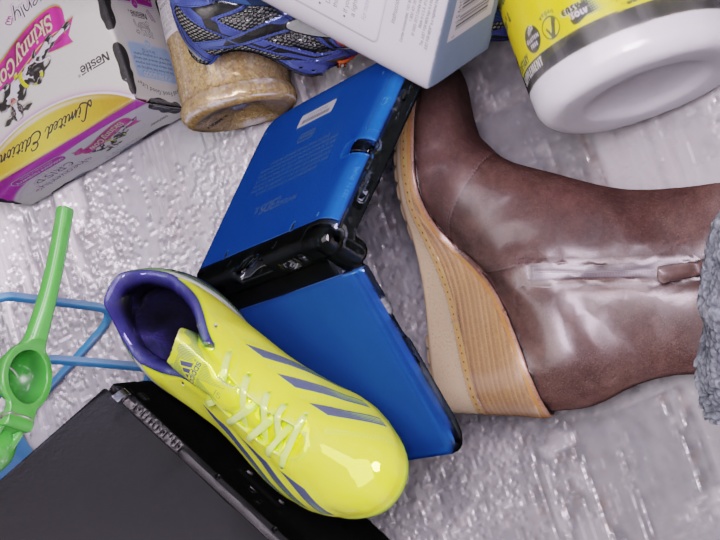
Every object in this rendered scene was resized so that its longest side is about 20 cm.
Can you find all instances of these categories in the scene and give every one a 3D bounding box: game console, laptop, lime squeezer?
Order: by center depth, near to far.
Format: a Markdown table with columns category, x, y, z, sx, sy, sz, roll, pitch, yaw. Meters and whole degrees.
| category | x | y | z | sx | sy | sz | roll | pitch | yaw |
| --- | --- | --- | --- | --- | --- | --- | --- | --- | --- |
| laptop | -0.083 | 0.150 | 1.199 | 0.177 | 0.200 | 0.103 | 42 | 102 | 15 |
| game console | 0.000 | 0.000 | 1.226 | 0.200 | 0.118 | 0.171 | -18 | 44 | 65 |
| lime squeezer | -0.193 | 0.064 | 1.246 | 0.200 | 0.038 | 0.071 | -55 | 32 | 10 |

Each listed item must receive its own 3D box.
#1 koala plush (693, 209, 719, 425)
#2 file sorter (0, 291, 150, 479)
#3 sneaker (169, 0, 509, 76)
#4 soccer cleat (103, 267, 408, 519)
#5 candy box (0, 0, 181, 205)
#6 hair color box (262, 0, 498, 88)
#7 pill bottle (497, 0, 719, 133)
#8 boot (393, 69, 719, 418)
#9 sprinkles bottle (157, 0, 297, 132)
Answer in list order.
| category | x | y | z | sx | sy | sz | roll | pitch | yaw |
| --- | --- | --- | --- | --- | --- | --- | --- | --- | --- |
| koala plush | 0.262 | 0.016 | 1.040 | 0.199 | 0.184 | 0.178 | 12 | 94 | 20 |
| file sorter | -0.159 | 0.125 | 1.307 | 0.123 | 0.139 | 0.200 | -46 | 66 | 19 |
| sneaker | -0.008 | -0.143 | 1.245 | 0.199 | 0.075 | 0.079 | 6 | 128 | 5 |
| soccer cleat | -0.058 | 0.062 | 1.176 | 0.200 | 0.084 | 0.065 | 36 | 94 | 37 |
| candy box | -0.195 | -0.157 | 1.389 | 0.136 | 0.061 | 0.201 | -28 | 74 | 27 |
| hair color box | -0.023 | -0.182 | 1.147 | 0.200 | 0.061 | 0.099 | 30 | 130 | 21 |
| pill bottle | 0.111 | -0.179 | 1.168 | 0.112 | 0.112 | 0.201 | -26 | 73 | 28 |
| boot | 0.108 | -0.027 | 1.203 | 0.166 | 0.072 | 0.201 | -12 | 76 | 17 |
| sprinkles bottle | -0.088 | -0.182 | 1.318 | 0.068 | 0.068 | 0.201 | -19 | 77 | 30 |
